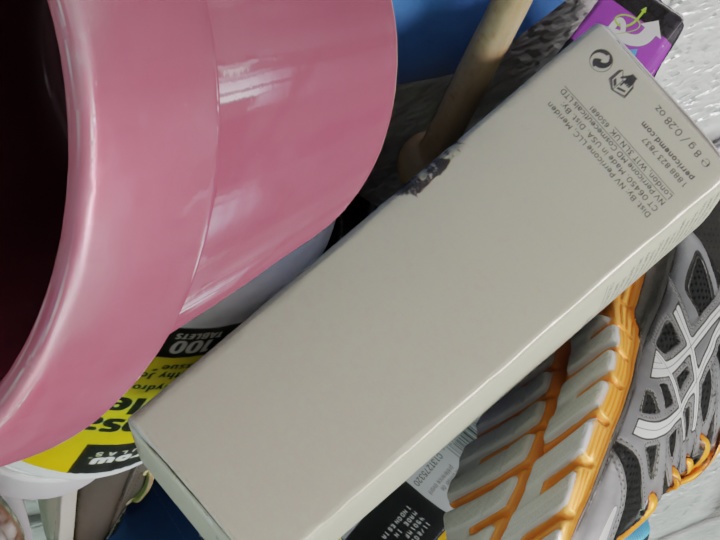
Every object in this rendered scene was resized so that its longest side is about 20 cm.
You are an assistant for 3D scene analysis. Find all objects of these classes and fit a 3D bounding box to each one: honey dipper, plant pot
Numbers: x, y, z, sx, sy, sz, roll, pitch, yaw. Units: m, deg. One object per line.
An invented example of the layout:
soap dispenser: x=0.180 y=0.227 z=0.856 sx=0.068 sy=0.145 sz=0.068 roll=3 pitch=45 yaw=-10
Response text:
honey dipper: x=0.044 y=-0.073 z=0.951 sx=0.038 sy=0.038 sz=0.200 roll=-12 pitch=156 yaw=-18
plant pot: x=-0.091 y=-0.052 z=0.807 sx=0.200 sy=0.201 sz=0.179 roll=-33 pitch=169 yaw=35

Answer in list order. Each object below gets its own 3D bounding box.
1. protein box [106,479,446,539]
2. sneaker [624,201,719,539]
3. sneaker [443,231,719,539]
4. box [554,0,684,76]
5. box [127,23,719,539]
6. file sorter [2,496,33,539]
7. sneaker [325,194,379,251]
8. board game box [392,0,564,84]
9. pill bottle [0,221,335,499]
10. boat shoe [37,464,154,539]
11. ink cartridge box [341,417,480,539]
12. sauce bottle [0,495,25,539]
protein box: x=-0.008 y=0.141 z=1.314 sx=0.134 sy=0.200 sz=0.200 roll=-7 pitch=168 yaw=-30
sneaker: x=0.123 y=0.039 z=1.239 sx=0.073 sy=0.201 sz=0.082 roll=36 pitch=156 yaw=-25
sneaker: x=0.090 y=0.051 z=1.034 sx=0.077 sy=0.201 sz=0.078 roll=42 pitch=134 yaw=-18
box: x=0.038 y=0.000 z=1.099 sx=0.200 sy=0.036 sz=0.143 roll=-53 pitch=174 yaw=-20
box: x=0.022 y=0.015 z=0.968 sx=0.200 sy=0.068 sz=0.082 roll=-40 pitch=172 yaw=-10
file sorter: x=-0.187 y=0.136 z=1.182 sx=0.124 sy=0.201 sz=0.139 roll=-16 pitch=160 yaw=-3
sneaker: x=0.000 y=0.000 z=1.188 sx=0.200 sy=0.070 sz=0.078 roll=-22 pitch=130 yaw=-54
board game box: x=0.023 y=-0.126 z=0.923 sx=0.157 sy=0.039 sz=0.200 roll=11 pitch=143 yaw=-44
pill bottle: x=-0.091 y=0.004 z=1.045 sx=0.112 sy=0.113 sz=0.200 roll=-8 pitch=158 yaw=-27
boat shoe: x=-0.106 y=0.068 z=1.262 sx=0.060 sy=0.072 sz=0.202 roll=-9 pitch=155 yaw=-12
ink cartridge box: x=0.064 y=0.029 z=1.157 sx=0.095 sy=0.037 sz=0.200 roll=-54 pitch=180 yaw=41
sauce bottle: x=-0.207 y=0.143 z=1.060 sx=0.200 sy=0.065 sz=0.065 roll=-45 pitch=170 yaw=-22
